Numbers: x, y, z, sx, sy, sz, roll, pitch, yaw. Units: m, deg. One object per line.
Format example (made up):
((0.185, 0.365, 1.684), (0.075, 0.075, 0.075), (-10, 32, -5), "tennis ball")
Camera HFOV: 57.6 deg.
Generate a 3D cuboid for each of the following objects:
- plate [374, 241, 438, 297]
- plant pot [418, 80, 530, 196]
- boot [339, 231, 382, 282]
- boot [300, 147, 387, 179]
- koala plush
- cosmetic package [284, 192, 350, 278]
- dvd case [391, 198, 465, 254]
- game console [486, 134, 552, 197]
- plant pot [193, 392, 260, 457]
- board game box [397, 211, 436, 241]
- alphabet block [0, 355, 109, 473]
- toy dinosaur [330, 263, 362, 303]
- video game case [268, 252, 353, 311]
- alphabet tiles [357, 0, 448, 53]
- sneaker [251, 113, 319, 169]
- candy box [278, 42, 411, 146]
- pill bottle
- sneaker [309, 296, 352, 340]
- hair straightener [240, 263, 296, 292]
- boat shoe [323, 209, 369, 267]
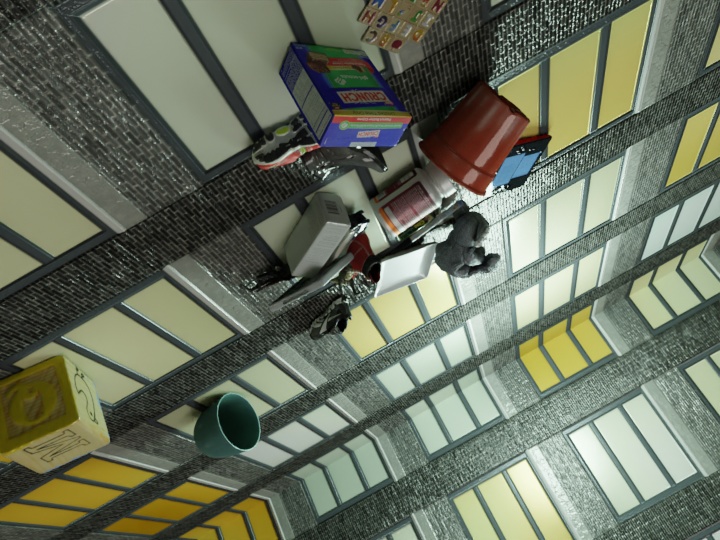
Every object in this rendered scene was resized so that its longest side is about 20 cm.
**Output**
((0.133, -0.009, 2.020), (0.198, 0.032, 0.201), (-20, 150, -18), "plate")
((0.270, -0.310, 1.503), (0.200, 0.201, 0.196), (9, 126, -49), "plant pot")
((0.000, 0.000, 1.796), (0.072, 0.145, 0.201), (-17, 151, -24), "boot")
((-0.036, -0.247, 1.457), (0.131, 0.070, 0.200), (-34, 145, 23), "boot")
((0.311, -0.092, 1.894), (0.183, 0.178, 0.201), (-19, 148, -18), "koala plush")
((-0.109, -0.083, 1.598), (0.074, 0.102, 0.200), (7, 138, -31), "cosmetic package")
((0.183, -0.118, 1.790), (0.199, 0.018, 0.143), (-37, 180, -20), "dvd case")
((0.431, -0.291, 1.832), (0.176, 0.031, 0.201), (-14, 149, -26), "game console")
((-0.466, 0.538, 2.215), (0.160, 0.202, 0.200), (-29, 154, 24), "plant pot")
((0.155, -0.123, 1.767), (0.105, 0.024, 0.200), (-37, 180, 12), "board game box")
((-0.775, 0.363, 1.637), (0.195, 0.196, 0.200), (-25, 153, -11), "alphabet block")
((-0.042, 0.037, 1.801), (0.047, 0.089, 0.200), (-24, 177, -25), "toy dinosaur")
((-0.125, 0.029, 1.706), (0.181, 0.022, 0.200), (-27, -170, 30), "video game case")
((0.090, -0.494, 1.210), (0.166, 0.006, 0.200), (0, 140, -44), "alphabet tiles")
((-0.130, -0.265, 1.342), (0.199, 0.078, 0.085), (-23, 172, -9), "sneaker")
((-0.030, -0.316, 1.187), (0.168, 0.201, 0.077), (-7, 146, -35), "candy box")
((0.132, -0.184, 1.646), (0.199, 0.115, 0.114), (-34, 152, 10), "pill bottle")
((-0.092, 0.173, 2.052), (0.066, 0.091, 0.200), (5, 137, -45), "sneaker")
((-0.223, 0.004, 1.721), (0.199, 0.041, 0.077), (-20, 151, -7), "hair straightener")
((-0.050, -0.080, 1.702), (0.092, 0.075, 0.200), (-25, 168, -43), "boat shoe")
